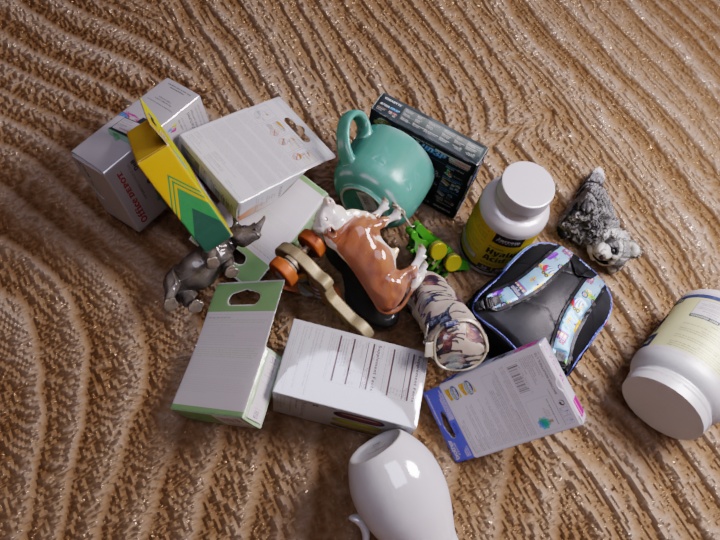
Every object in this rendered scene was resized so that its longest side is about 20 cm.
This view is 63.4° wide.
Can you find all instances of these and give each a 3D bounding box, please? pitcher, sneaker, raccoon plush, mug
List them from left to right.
[{"bbox_3d":[0.000,0.000,0.928,0.075,0.091,0.201,-26,71,-20],"label":"sneaker"},{"bbox_3d":[0.018,-0.154,0.964,0.184,0.152,0.115,35,64,-2],"label":"mug"},{"bbox_3d":[0.046,0.328,0.757,0.170,0.121,0.201,-29,91,-3],"label":"pitcher"},{"bbox_3d":[0.441,-0.093,1.028,0.134,0.097,0.200,37,65,3],"label":"raccoon plush"}]

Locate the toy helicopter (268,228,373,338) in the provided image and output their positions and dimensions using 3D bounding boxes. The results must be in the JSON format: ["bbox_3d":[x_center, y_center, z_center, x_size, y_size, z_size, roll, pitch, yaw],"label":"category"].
[{"bbox_3d":[-0.058,0.037,0.897,0.200,0.132,0.079,46,70,-5],"label":"toy helicopter"}]

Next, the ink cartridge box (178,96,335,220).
[{"bbox_3d":[-0.165,-0.187,0.941,0.199,0.050,0.162,-32,71,-34],"label":"ink cartridge box"}]

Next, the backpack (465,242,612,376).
[{"bbox_3d":[0.275,0.065,0.903,0.182,0.135,0.200,42,67,14],"label":"backpack"}]

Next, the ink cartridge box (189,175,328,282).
[{"bbox_3d":[-0.164,-0.084,0.968,0.145,0.048,0.201,37,87,12],"label":"ink cartridge box"}]

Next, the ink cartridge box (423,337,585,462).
[{"bbox_3d":[0.197,0.187,0.824,0.120,0.199,0.042,62,29,4],"label":"ink cartridge box"}]

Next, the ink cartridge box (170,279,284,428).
[{"bbox_3d":[-0.177,0.115,0.835,0.144,0.048,0.202,-4,58,33],"label":"ink cartridge box"}]

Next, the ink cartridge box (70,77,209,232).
[{"bbox_3d":[-0.335,-0.184,0.940,0.084,0.145,0.200,31,64,22],"label":"ink cartridge box"}]

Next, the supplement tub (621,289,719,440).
[{"bbox_3d":[0.508,0.141,0.888,0.200,0.145,0.145,-40,75,-22],"label":"supplement tub"}]

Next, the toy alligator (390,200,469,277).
[{"bbox_3d":[0.102,-0.038,0.945,0.054,0.199,0.059,-50,33,9],"label":"toy alligator"}]

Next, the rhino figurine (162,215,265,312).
[{"bbox_3d":[-0.222,-0.019,0.891,0.200,0.060,0.087,-43,35,-4],"label":"rhino figurine"}]

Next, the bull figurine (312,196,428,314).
[{"bbox_3d":[0.018,-0.035,0.861,0.121,0.065,0.201,-35,102,-9],"label":"bull figurine"}]

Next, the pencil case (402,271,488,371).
[{"bbox_3d":[0.115,0.068,0.862,0.088,0.079,0.200,10,18,-13],"label":"pencil case"}]

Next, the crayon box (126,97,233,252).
[{"bbox_3d":[-0.268,-0.135,0.837,0.051,0.201,0.127,-33,39,-5],"label":"crayon box"}]

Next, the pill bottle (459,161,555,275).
[{"bbox_3d":[0.233,-0.082,0.932,0.110,0.201,0.113,2,63,-5],"label":"pill bottle"}]

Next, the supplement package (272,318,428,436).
[{"bbox_3d":[-0.016,0.161,0.834,0.198,0.114,0.111,14,63,0],"label":"supplement package"}]

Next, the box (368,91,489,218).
[{"bbox_3d":[0.101,-0.190,0.993,0.199,0.159,0.046,30,63,9],"label":"box"}]
